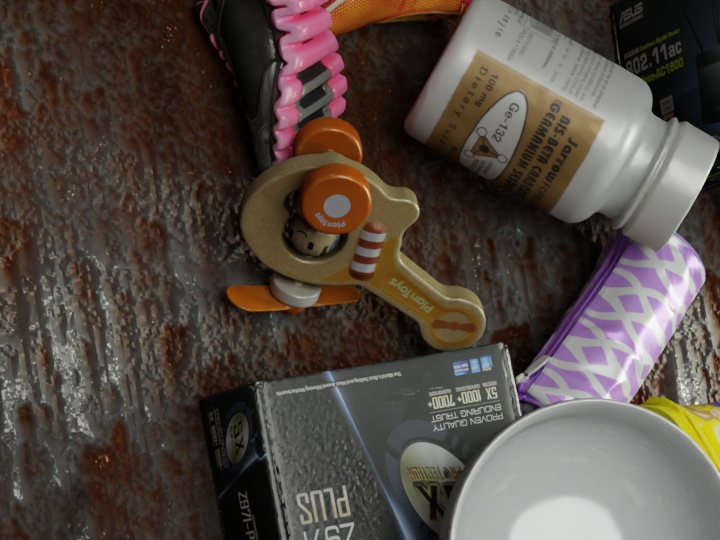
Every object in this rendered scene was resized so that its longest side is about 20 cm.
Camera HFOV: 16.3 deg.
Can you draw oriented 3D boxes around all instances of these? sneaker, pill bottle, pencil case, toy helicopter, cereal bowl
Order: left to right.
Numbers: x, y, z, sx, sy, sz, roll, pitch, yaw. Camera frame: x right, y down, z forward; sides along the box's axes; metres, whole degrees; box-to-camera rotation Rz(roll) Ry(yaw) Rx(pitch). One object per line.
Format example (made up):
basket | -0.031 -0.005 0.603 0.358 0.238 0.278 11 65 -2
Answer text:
sneaker | -0.068 -0.157 1.707 0.079 0.095 0.200 -24 116 -55
toy helicopter | 0.000 0.000 1.696 0.200 0.132 0.079 36 22 -26
sneaker | 0.042 -0.201 1.775 0.200 0.073 0.077 -29 105 -27
pill bottle | 0.141 -0.099 1.752 0.200 0.114 0.114 29 66 -1
cereal bowl | 0.141 0.186 1.634 0.200 0.083 0.200 2 80 -13
pencil case | 0.167 0.049 1.784 0.086 0.084 0.200 50 57 -22

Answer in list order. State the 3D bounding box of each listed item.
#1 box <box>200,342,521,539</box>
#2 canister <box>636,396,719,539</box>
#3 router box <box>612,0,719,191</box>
box | 0.011 0.145 1.679 0.200 0.086 0.164 -7 84 -30
canister | 0.261 0.160 1.763 0.200 0.087 0.149 -1 58 -54
router box | 0.262 -0.146 1.807 0.062 0.200 0.150 -3 81 -25
